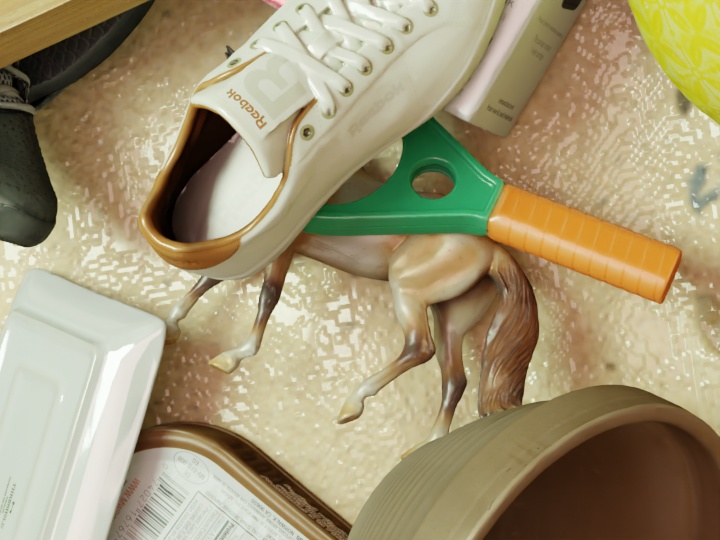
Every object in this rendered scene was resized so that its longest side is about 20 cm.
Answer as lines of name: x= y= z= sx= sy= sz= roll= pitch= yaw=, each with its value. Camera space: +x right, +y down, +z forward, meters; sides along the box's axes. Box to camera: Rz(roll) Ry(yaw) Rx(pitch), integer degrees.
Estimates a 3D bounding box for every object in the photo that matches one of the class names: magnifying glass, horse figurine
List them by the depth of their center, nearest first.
magnifying glass: x=0.038 y=-0.033 z=0.957 sx=0.200 sy=0.022 sz=0.080 roll=21 pitch=63 yaw=13
horse figurine: x=0.000 y=0.000 z=0.984 sx=0.200 sy=0.050 sz=0.133 roll=24 pitch=80 yaw=20

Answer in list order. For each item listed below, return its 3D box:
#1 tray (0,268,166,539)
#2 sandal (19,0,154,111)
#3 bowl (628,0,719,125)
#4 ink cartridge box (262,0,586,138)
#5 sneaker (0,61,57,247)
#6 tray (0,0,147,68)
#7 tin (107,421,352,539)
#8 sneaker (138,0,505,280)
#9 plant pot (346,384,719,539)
tray: x=-0.153 y=0.104 z=1.013 sx=0.107 sy=0.022 sz=0.200 roll=19 pitch=93 yaw=45
sandal: x=-0.173 y=-0.095 z=1.047 sx=0.200 sy=0.043 sz=0.076 roll=-34 pitch=73 yaw=21
bowl: x=0.207 y=-0.134 z=0.873 sx=0.200 sy=0.108 sz=0.201 roll=-1 pitch=101 yaw=-6
ink cartridge box: x=0.046 y=-0.180 z=0.966 sx=0.145 sy=0.083 sz=0.200 roll=32 pitch=97 yaw=14
sneaker: x=-0.170 y=-0.114 z=0.982 sx=0.115 sy=0.075 sz=0.200 roll=-44 pitch=68 yaw=15
tray: x=-0.129 y=-0.148 z=0.938 sx=0.200 sy=0.037 sz=0.099 roll=-24 pitch=73 yaw=3
tin: x=-0.050 y=0.151 z=1.003 sx=0.200 sy=0.042 sz=0.112 roll=37 pitch=101 yaw=13
sneaker: x=-0.012 y=-0.075 z=0.895 sx=0.073 sy=0.085 sz=0.200 roll=40 pitch=99 yaw=14
plant pot: x=0.056 y=0.130 z=0.912 sx=0.093 sy=0.201 sz=0.201 roll=26 pitch=95 yaw=41
